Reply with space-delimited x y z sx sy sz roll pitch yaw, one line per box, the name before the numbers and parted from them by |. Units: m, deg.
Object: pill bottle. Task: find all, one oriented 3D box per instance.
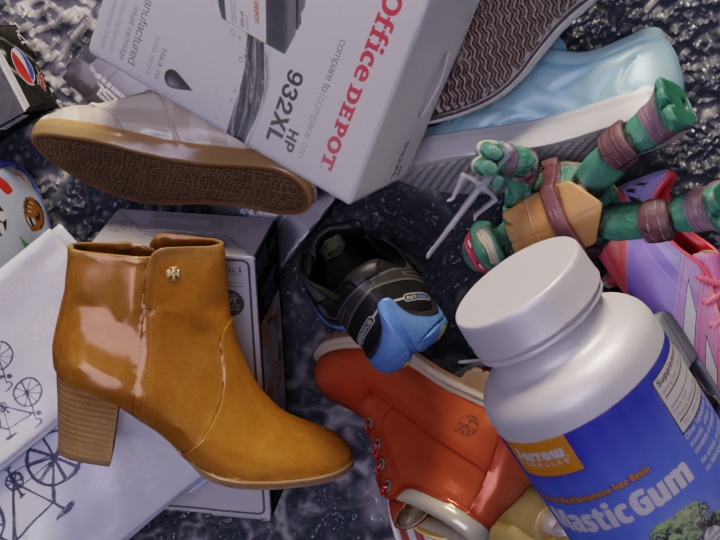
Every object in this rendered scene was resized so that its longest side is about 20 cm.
pill bottle | 0.139 0.085 0.885 0.111 0.112 0.201 -31 107 14

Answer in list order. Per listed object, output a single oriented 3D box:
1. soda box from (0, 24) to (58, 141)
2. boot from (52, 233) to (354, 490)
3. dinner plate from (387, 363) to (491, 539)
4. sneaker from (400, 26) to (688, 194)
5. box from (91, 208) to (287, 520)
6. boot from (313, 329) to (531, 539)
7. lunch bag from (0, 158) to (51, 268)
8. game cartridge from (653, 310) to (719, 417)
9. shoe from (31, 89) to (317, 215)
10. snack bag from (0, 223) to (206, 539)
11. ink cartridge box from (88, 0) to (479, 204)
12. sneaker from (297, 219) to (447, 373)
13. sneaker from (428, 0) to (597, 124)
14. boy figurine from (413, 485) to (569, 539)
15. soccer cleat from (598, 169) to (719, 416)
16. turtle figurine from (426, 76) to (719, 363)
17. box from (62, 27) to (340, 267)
soda box | -0.316 -0.095 1.085 0.198 0.063 0.071 -28 93 14
boot | -0.090 0.054 0.962 0.198 0.071 0.146 7 104 -13
dinner plate | 0.116 0.154 1.059 0.197 0.024 0.203 2 100 10
sneaker | 0.113 -0.105 1.004 0.198 0.074 0.083 -11 67 18
box | -0.112 0.065 1.044 0.115 0.060 0.202 3 116 11
boot | 0.027 0.106 0.995 0.199 0.075 0.108 19 73 43
lunch bag | -0.257 0.032 1.043 0.075 0.160 0.202 -13 97 18
game cartridge | 0.189 0.135 0.989 0.133 0.040 0.201 -28 96 33
shoe | -0.116 -0.080 1.005 0.197 0.070 0.054 10 60 13
snack bag | -0.205 0.105 0.981 0.188 0.021 0.201 -38 107 -11
ink cartridge box | -0.046 -0.155 0.927 0.199 0.084 0.146 31 116 15
sneaker | 0.000 0.000 0.974 0.070 0.200 0.083 -33 106 -4
sneaker | 0.093 -0.158 0.978 0.199 0.085 0.073 -33 96 9
boy figurine | 0.110 0.182 1.001 0.199 0.064 0.125 36 149 18
soccer cleat | 0.218 0.032 0.995 0.076 0.067 0.201 -35 86 29
turtle figurine | 0.121 -0.030 0.944 0.199 0.101 0.150 -27 111 27
box | -0.076 -0.128 1.037 0.200 0.050 0.158 41 104 2
